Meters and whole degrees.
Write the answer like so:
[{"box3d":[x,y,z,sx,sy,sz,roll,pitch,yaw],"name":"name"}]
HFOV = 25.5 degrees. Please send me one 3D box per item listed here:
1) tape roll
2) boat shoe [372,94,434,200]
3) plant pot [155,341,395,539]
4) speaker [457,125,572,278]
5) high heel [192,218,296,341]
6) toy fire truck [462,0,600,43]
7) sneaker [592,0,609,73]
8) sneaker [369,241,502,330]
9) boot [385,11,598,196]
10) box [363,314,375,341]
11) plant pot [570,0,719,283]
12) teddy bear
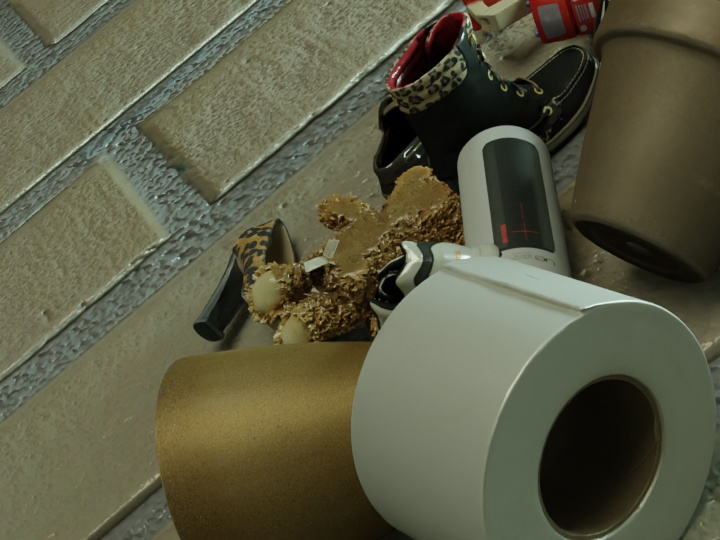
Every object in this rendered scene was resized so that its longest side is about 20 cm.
[{"box3d":[0.112,0.102,1.031,0.203,0.203,0.139,-48,34,-17],"name":"tape roll"},{"box3d":[0.058,-0.137,1.487,0.074,0.073,0.201,-17,38,27],"name":"boat shoe"},{"box3d":[-0.019,0.126,1.159,0.198,0.187,0.187,-18,37,16],"name":"plant pot"},{"box3d":[0.121,-0.025,1.248,0.081,0.081,0.201,-25,35,19],"name":"speaker"},{"box3d":[-0.056,-0.005,1.440,0.199,0.072,0.143,-7,43,43],"name":"high heel"},{"box3d":[0.162,-0.257,1.521,0.140,0.049,0.200,-17,21,14],"name":"toy fire truck"},{"box3d":[0.237,-0.167,1.370,0.072,0.112,0.202,5,77,1],"name":"sneaker"},{"box3d":[0.039,0.025,1.192,0.200,0.079,0.074,122,156,-61],"name":"sneaker"},{"box3d":[0.116,-0.163,1.392,0.200,0.151,0.073,-45,34,-13],"name":"boot"},{"box3d":[0.090,0.046,1.282,0.163,0.021,0.200,-33,33,7],"name":"box"},{"box3d":[0.244,-0.090,1.182,0.200,0.200,0.176,17,79,51],"name":"plant pot"},{"box3d":[0.000,0.000,1.329,0.144,0.067,0.200,29,67,37],"name":"teddy bear"}]
